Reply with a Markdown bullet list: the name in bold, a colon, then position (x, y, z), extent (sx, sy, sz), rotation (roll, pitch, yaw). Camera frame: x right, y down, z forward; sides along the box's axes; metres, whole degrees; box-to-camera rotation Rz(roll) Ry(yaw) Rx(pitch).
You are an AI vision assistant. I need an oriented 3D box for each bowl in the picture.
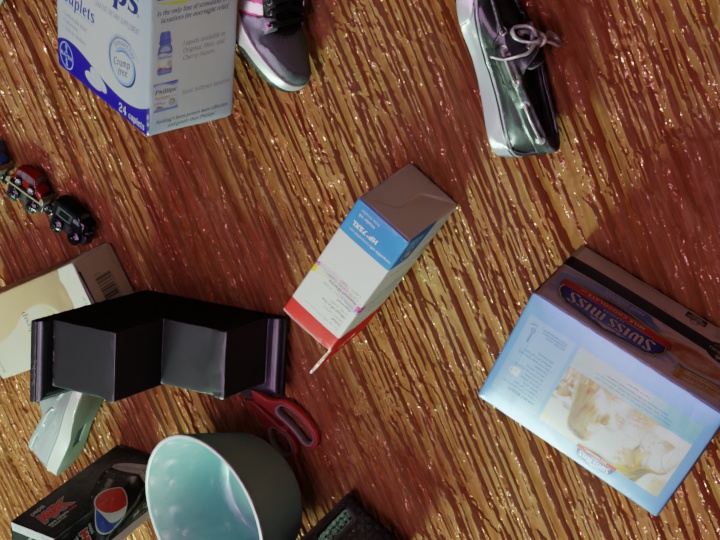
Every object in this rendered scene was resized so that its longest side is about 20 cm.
- **bowl**: position (-0.142, 0.264, 1.532), extent (0.200, 0.105, 0.201), rotation (17, 116, 39)

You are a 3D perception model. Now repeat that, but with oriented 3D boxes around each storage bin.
- **storage bin**: position (-0.053, 0.362, 1.516), extent (0.094, 0.135, 0.200), rotation (41, 125, 9)

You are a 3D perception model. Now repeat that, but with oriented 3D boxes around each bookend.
- **bookend**: position (-0.212, 0.094, 1.451), extent (0.200, 0.199, 0.092), rotation (9, 103, 26)

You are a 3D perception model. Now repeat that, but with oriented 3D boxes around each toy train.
- **toy train**: position (-0.388, -0.099, 1.580), extent (0.200, 0.034, 0.046), rotation (35, 120, 13)

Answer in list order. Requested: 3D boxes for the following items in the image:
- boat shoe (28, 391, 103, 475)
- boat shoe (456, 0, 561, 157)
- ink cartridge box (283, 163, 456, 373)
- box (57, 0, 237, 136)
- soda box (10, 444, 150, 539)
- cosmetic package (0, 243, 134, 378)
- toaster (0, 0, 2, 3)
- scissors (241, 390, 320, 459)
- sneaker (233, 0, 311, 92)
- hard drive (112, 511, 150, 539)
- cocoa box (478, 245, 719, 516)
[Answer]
- **boat shoe**: position (-0.366, 0.168, 1.658), extent (0.071, 0.070, 0.201), rotation (35, 126, 9)
- **boat shoe**: position (0.138, -0.196, 1.205), extent (0.068, 0.074, 0.200), rotation (1, 111, 35)
- **ink cartridge box**: position (0.000, 0.000, 1.344), extent (0.067, 0.116, 0.200), rotation (41, 124, 8)
- **box**: position (-0.211, -0.264, 1.314), extent (0.184, 0.105, 0.200), rotation (38, 134, 38)
- **soda box**: position (-0.321, 0.284, 1.600), extent (0.071, 0.200, 0.064), rotation (13, 117, 25)
- **cosmetic package**: position (-0.364, 0.050, 1.606), extent (0.200, 0.071, 0.105), rotation (-21, 99, 35)
- **toaster**: position (-0.442, -0.353, 1.458), extent (0.129, 0.114, 0.200), rotation (44, 123, 2)
- **scissors**: position (-0.125, 0.134, 1.540), extent (0.200, 0.014, 0.073), rotation (49, 128, 5)
- **sneaker**: position (-0.070, -0.279, 1.292), extent (0.121, 0.084, 0.200), rotation (-18, 100, 44)
- **hard drive**: position (-0.364, 0.351, 1.696), extent (0.200, 0.132, 0.025), rotation (-26, 97, 35)
- **cocoa box**: position (0.236, 0.097, 1.238), extent (0.200, 0.131, 0.134), rotation (34, 123, 14)
